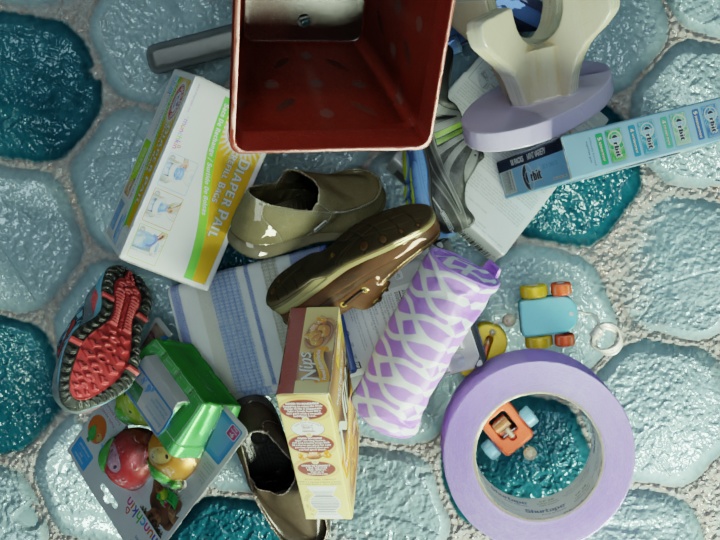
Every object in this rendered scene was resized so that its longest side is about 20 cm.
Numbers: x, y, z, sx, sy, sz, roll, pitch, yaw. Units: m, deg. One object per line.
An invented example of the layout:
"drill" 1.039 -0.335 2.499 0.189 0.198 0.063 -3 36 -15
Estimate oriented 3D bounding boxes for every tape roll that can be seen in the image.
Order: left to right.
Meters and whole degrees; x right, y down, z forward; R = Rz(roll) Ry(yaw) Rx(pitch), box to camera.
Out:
"tape roll" 0.184 0.188 1.064 0.198 0.066 0.203 0 97 3

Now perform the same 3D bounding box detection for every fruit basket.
"fruit basket" -0.228 0.181 1.073 0.200 0.094 0.185 -49 58 9

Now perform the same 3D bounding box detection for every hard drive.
"hard drive" 0.023 0.061 1.089 0.198 0.038 0.141 -17 94 19

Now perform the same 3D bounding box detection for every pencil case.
"pencil case" 0.065 0.076 1.014 0.085 0.084 0.201 13 114 -35

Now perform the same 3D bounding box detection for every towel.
"towel" -0.109 0.064 1.101 0.198 0.024 0.148 -15 93 18

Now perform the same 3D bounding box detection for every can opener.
"can opener" -0.137 -0.263 1.089 0.198 0.053 0.067 -18 103 4

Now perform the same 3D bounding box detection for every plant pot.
"plant pot" -0.037 -0.245 0.966 0.198 0.177 0.201 -3 127 -15

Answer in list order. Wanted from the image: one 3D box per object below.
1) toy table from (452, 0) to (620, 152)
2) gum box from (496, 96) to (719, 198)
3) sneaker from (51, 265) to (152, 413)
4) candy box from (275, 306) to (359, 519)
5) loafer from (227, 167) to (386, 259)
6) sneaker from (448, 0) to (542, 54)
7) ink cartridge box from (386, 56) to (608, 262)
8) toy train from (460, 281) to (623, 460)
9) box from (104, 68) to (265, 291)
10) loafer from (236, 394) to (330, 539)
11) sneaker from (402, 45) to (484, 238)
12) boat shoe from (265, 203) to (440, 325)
"toy table" 0.169 -0.208 0.978 0.182 0.200 0.118 2 119 31
"gum box" 0.260 -0.123 1.015 0.198 0.170 0.045 -16 91 -13
"sneaker" -0.277 0.087 1.055 0.079 0.201 0.095 37 120 -18
"candy box" -0.039 0.148 1.026 0.055 0.116 0.201 -2 132 6
"loafer" -0.047 -0.070 1.047 0.076 0.199 0.068 39 135 29
"sneaker" 0.103 -0.264 1.078 0.198 0.074 0.083 5 89 9
"ink cartridge box" 0.150 -0.137 1.109 0.162 0.057 0.200 40 75 -2
"toy train" 0.184 0.104 1.114 0.150 0.056 0.200 44 96 -4
"box" -0.178 -0.098 1.058 0.101 0.112 0.202 22 94 -26
"loafer" -0.092 0.235 1.100 0.072 0.071 0.201 -26 110 3
"sneaker" 0.086 -0.135 1.044 0.082 0.071 0.202 -3 90 -14
"boat shoe" 0.000 0.000 1.022 0.199 0.072 0.068 -30 117 19
